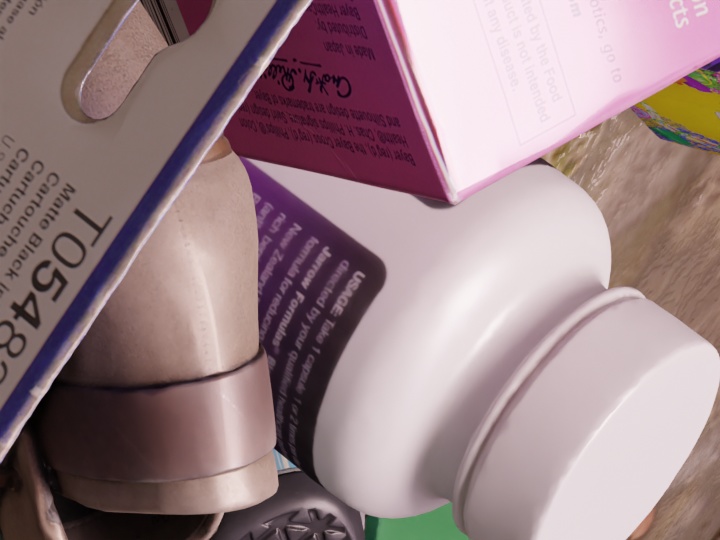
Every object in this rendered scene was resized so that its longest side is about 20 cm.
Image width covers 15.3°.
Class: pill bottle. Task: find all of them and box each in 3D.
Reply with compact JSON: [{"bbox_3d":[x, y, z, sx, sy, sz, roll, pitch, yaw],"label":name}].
[{"bbox_3d":[0.000,0.000,0.762,0.111,0.200,0.112,-40,152,-26],"label":"pill bottle"}]

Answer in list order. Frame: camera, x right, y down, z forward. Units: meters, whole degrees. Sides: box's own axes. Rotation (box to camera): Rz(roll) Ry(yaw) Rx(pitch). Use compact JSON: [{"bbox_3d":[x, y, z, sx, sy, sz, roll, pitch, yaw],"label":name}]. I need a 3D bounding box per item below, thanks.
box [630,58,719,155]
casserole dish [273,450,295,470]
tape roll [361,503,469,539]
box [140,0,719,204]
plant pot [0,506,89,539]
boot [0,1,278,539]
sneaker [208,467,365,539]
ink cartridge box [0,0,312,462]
[{"bbox_3d":[0.209,-0.125,0.916,0.122,0.200,0.193,33,76,-65],"label":"box"},{"bbox_3d":[-0.013,0.013,0.951,0.121,0.039,0.200,-44,154,-21],"label":"casserole dish"},{"bbox_3d":[0.006,0.160,1.033,0.200,0.048,0.201,-166,-90,-85],"label":"tape roll"},{"bbox_3d":[0.039,-0.109,0.645,0.200,0.176,0.097,-30,112,-24],"label":"box"},{"bbox_3d":[-0.141,0.145,0.647,0.196,0.200,0.200,-28,148,-15],"label":"plant pot"},{"bbox_3d":[-0.081,0.003,0.599,0.070,0.147,0.200,-15,173,-25],"label":"boot"},{"bbox_3d":[-0.050,0.117,0.977,0.072,0.083,0.200,0,142,-16],"label":"sneaker"},{"bbox_3d":[-0.080,-0.083,0.517,0.200,0.200,0.041,-55,153,4],"label":"ink cartridge box"}]
